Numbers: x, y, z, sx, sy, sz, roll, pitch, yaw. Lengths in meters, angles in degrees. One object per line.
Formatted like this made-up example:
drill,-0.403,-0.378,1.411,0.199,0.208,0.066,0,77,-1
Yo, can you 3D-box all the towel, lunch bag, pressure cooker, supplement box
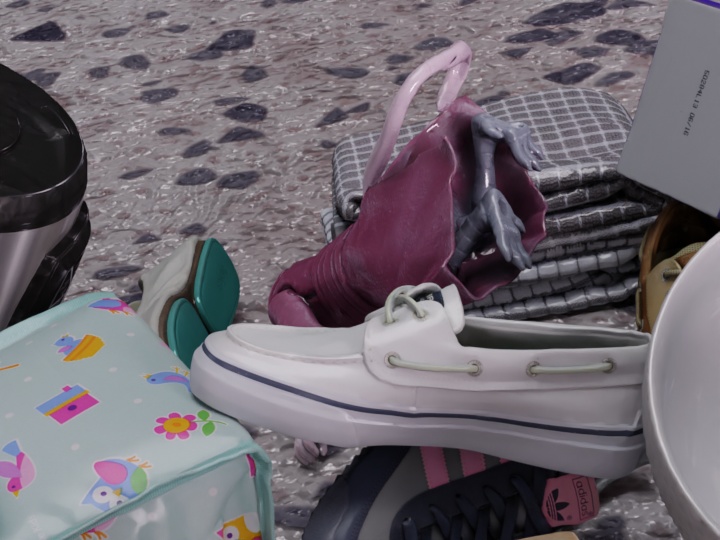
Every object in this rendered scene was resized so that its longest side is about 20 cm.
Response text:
towel,0.074,-0.042,1.143,0.198,0.086,0.166,-9,24,-1
lunch bag,-0.152,0.113,0.839,0.199,0.123,0.170,-22,33,-19
pressure cooker,-0.250,-0.006,1.053,0.175,0.201,0.179,-4,38,-42
supplement box,0.251,-0.069,1.035,0.199,0.102,0.103,11,12,-31

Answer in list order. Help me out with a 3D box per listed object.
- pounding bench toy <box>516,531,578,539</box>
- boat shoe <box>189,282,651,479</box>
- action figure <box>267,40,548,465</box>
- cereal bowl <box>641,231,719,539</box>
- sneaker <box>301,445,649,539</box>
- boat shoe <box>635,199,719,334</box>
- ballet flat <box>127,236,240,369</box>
pounding bench toy,0.060,0.180,0.583,0.198,0.157,0.124,-11,24,-5
boat shoe,0.029,0.036,0.832,0.198,0.067,0.074,9,17,-10
action figure,0.000,0.000,1.002,0.199,0.150,0.134,-31,-2,36
cereal bowl,0.212,0.068,0.801,0.198,0.084,0.202,-1,57,1
sneaker,0.057,0.098,0.865,0.082,0.071,0.200,12,33,40
boat shoe,0.168,0.023,0.984,0.075,0.074,0.200,-7,24,4
ballet flat,-0.106,0.041,1.065,0.069,0.070,0.200,-7,20,4
